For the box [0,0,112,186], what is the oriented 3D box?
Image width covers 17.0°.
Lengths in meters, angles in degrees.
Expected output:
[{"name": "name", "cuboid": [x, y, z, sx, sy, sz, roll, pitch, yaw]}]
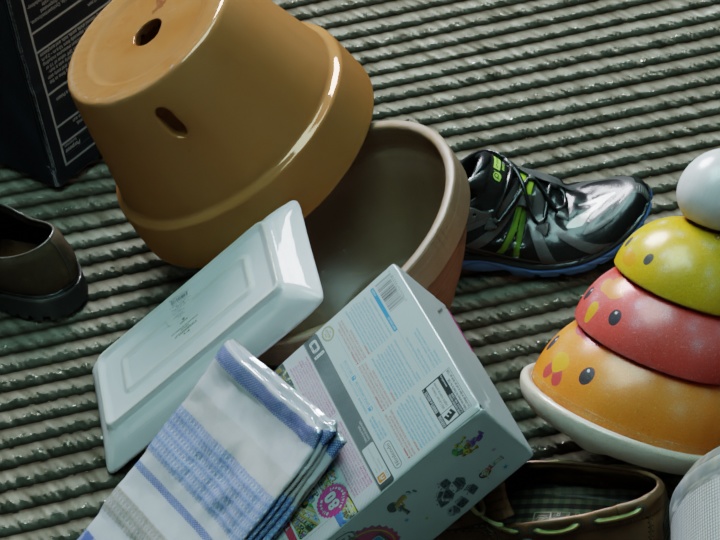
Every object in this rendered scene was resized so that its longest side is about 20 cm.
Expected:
[{"name": "box", "cuboid": [-0.229, -0.209, 1.882, 0.123, 0.199, 0.200, 22, 48, 34]}]

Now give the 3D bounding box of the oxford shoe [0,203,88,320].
[{"name": "oxford shoe", "cuboid": [-0.297, -0.024, 1.767, 0.199, 0.085, 0.073, 5, 44, 19]}]

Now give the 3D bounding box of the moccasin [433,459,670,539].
[{"name": "moccasin", "cuboid": [0.091, 0.143, 1.502, 0.201, 0.078, 0.074, 6, 45, 19]}]

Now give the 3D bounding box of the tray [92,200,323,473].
[{"name": "tray", "cuboid": [-0.111, 0.040, 1.616, 0.200, 0.022, 0.108, -39, 38, 20]}]

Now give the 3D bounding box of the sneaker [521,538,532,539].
[{"name": "sneaker", "cuboid": [0.089, 0.236, 1.398, 0.082, 0.073, 0.200, -9, 39, 2]}]

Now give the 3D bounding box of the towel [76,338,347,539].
[{"name": "towel", "cuboid": [-0.105, 0.145, 1.493, 0.200, 0.024, 0.147, -52, 39, 0]}]

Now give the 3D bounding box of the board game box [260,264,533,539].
[{"name": "board game box", "cuboid": [-0.010, 0.117, 1.492, 0.200, 0.064, 0.148, -41, 41, 10]}]

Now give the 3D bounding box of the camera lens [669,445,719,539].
[{"name": "camera lens", "cuboid": [0.251, 0.197, 1.328, 0.159, 0.160, 0.200, -2, 54, 8]}]

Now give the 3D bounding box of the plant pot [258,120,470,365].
[{"name": "plant pot", "cuboid": [0.000, 0.000, 1.652, 0.200, 0.093, 0.201, -24, 38, 21]}]

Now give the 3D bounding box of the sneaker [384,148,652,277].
[{"name": "sneaker", "cuboid": [0.108, -0.044, 1.717, 0.199, 0.083, 0.071, -2, 41, 7]}]

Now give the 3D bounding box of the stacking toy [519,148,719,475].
[{"name": "stacking toy", "cuboid": [0.196, 0.016, 1.518, 0.146, 0.201, 0.146, 18, 13, -4]}]

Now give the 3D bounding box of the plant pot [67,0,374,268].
[{"name": "plant pot", "cuboid": [-0.111, -0.121, 1.686, 0.200, 0.140, 0.200, -25, 39, 22]}]
